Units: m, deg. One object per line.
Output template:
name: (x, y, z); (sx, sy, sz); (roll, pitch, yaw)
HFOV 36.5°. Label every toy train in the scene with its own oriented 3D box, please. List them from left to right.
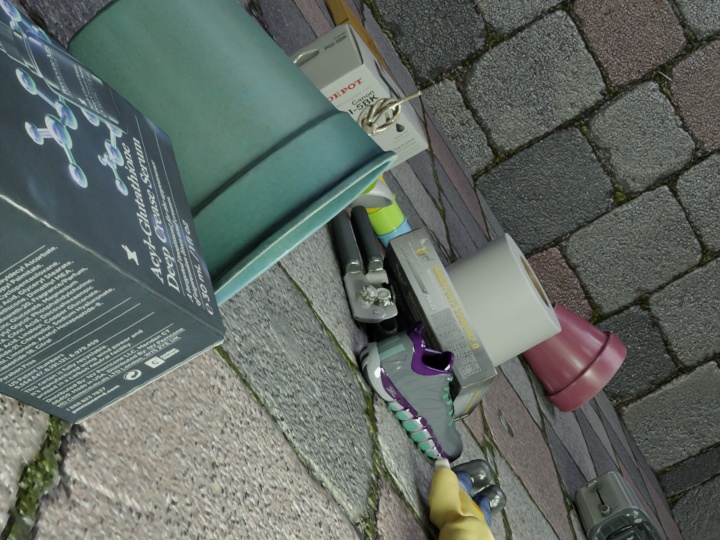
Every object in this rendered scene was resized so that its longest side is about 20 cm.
toy train: (-0.007, -0.118, 1.188); (0.085, 0.199, 0.116); (64, 9, 20)

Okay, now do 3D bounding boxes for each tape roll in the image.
tape roll: (0.250, 0.053, 1.946); (0.203, 0.139, 0.203); (56, 14, -21)

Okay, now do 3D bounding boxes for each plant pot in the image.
plant pot: (-0.109, -0.097, 0.787); (0.196, 0.200, 0.200); (52, 13, 0)
plant pot: (0.438, 0.173, 2.341); (0.179, 0.200, 0.200); (44, 13, -2)

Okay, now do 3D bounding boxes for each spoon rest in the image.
spoon rest: (-0.036, -0.106, 1.334); (0.200, 0.099, 0.061); (27, 68, -50)

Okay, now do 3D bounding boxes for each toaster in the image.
toaster: (0.463, 0.454, 1.948); (0.200, 0.113, 0.129); (50, 13, -31)

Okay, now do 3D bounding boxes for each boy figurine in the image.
boy figurine: (0.109, 0.252, 1.121); (0.125, 0.064, 0.200); (63, 9, 0)

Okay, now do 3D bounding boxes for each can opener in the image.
can opener: (0.000, 0.000, 1.316); (0.067, 0.052, 0.201); (96, -16, -45)

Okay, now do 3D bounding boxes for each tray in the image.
tray: (-0.011, -0.535, 2.473); (0.200, 0.037, 0.099); (43, 21, -55)

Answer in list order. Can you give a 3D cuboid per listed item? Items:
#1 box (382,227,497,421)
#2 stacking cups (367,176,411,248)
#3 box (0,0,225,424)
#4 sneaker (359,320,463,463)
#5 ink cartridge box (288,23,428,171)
box: (0.086, 0.071, 1.314); (0.159, 0.048, 0.201); (103, -36, -65)
stacking cups: (0.055, -0.052, 1.602); (0.200, 0.060, 0.061); (57, 13, -24)
box: (-0.176, -0.035, 0.541); (0.200, 0.107, 0.149); (41, 24, -55)
sneaker: (0.082, 0.139, 1.206); (0.200, 0.087, 0.075); (50, 16, -37)
ink cartridge box: (-0.021, -0.206, 1.441); (0.200, 0.146, 0.083); (43, 23, -51)
